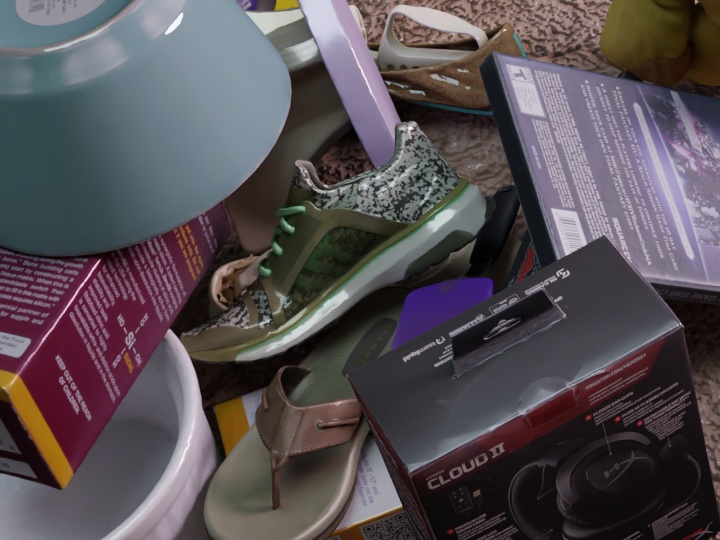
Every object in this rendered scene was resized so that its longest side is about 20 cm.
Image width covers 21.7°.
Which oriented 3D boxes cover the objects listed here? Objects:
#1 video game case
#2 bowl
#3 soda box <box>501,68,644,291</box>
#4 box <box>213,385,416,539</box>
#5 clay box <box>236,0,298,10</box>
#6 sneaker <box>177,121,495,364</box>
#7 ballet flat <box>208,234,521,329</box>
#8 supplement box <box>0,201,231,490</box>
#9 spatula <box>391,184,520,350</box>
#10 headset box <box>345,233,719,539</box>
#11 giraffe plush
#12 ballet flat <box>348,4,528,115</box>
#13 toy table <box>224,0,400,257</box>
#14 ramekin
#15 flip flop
[{"bbox_3d":[0.167,-0.046,1.047,0.199,0.019,0.143,7,54,-33],"label":"video game case"},{"bbox_3d":[-0.147,-0.113,1.020,0.200,0.105,0.201,-10,44,10],"label":"bowl"},{"bbox_3d":[0.137,-0.024,1.074,0.063,0.071,0.200,33,44,-8],"label":"soda box"},{"bbox_3d":[0.024,0.095,1.066,0.199,0.042,0.119,-19,46,-1],"label":"box"},{"bbox_3d":[-0.102,-0.193,1.261,0.115,0.200,0.048,-42,49,-18],"label":"clay box"},{"bbox_3d":[-0.026,-0.019,1.078,0.200,0.089,0.077,-31,9,4],"label":"sneaker"},{"bbox_3d":[0.000,0.000,1.143,0.199,0.070,0.070,-15,46,6],"label":"ballet flat"},{"bbox_3d":[-0.171,0.011,1.041,0.110,0.086,0.200,10,50,28],"label":"supplement box"},{"bbox_3d":[0.065,-0.003,1.086,0.056,0.021,0.200,-10,23,23],"label":"spatula"},{"bbox_3d":[0.090,0.087,0.937,0.149,0.200,0.077,-29,46,-6],"label":"headset box"},{"bbox_3d":[0.249,-0.168,1.111,0.172,0.200,0.162,-30,47,-10],"label":"giraffe plush"},{"bbox_3d":[0.018,-0.142,1.256,0.199,0.073,0.068,2,30,23],"label":"ballet flat"},{"bbox_3d":[-0.049,-0.111,1.173,0.117,0.184,0.200,-24,66,7],"label":"toy table"},{"bbox_3d":[-0.173,0.122,1.071,0.200,0.098,0.201,-10,46,11],"label":"ramekin"},{"bbox_3d":[-0.023,0.076,1.032,0.081,0.058,0.200,19,56,30],"label":"flip flop"}]
